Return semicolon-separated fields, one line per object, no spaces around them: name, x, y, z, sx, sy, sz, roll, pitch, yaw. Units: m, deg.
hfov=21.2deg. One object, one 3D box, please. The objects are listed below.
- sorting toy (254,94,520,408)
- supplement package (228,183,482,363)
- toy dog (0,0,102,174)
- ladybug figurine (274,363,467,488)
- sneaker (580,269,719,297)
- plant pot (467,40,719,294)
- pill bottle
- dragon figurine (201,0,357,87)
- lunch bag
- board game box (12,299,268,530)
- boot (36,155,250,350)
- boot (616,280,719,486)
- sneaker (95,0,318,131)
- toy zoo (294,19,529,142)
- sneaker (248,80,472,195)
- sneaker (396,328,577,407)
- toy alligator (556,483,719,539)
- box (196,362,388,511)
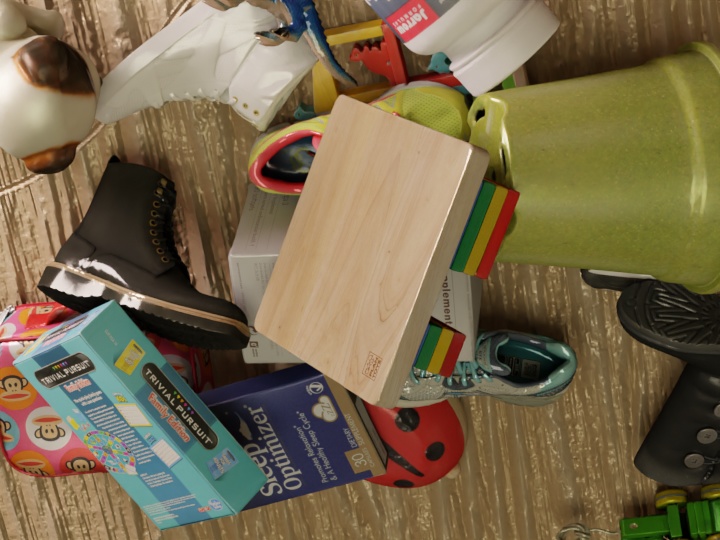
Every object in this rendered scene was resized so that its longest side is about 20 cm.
sorting toy;0.023;-0.013;1.469;0.070;0.199;0.200;17;96;-34
supplement package;0.000;0.000;1.633;0.200;0.117;0.117;-1;124;8
toy dog;-0.302;-0.154;1.553;0.200;0.194;0.140;13;110;22
ladybug figurine;0.010;0.129;1.727;0.200;0.072;0.136;34;115;-10
sneaker;0.287;0.013;1.634;0.200;0.074;0.080;2;118;7
plant pot;0.183;-0.076;1.504;0.184;0.200;0.201;-3;117;-14
pill bottle;0.058;-0.239;1.503;0.120;0.120;0.200;-39;99;22
dragon figurine;-0.060;-0.233;1.528;0.200;0.059;0.099;34;80;-11
lunch bag;-0.235;0.094;1.733;0.200;0.082;0.176;-3;117;6
board game box;-0.187;0.126;1.627;0.200;0.047;0.151;51;148;-11
boot;-0.163;-0.019;1.614;0.200;0.138;0.077;17;163;23
boot;0.274;0.103;1.649;0.165;0.066;0.200;12;139;-5
sneaker;-0.129;-0.152;1.598;0.200;0.074;0.116;-33;96;20
toy zoo;0.041;-0.150;1.615;0.200;0.020;0.131;-9;114;12
sneaker;-0.003;-0.098;1.577;0.200;0.090;0.078;-17;98;15
sneaker;0.092;0.074;1.660;0.200;0.086;0.078;0;77;-10
toy alligator;0.281;0.237;1.758;0.200;0.059;0.054;-10;155;12
box;-0.089;0.150;1.686;0.200;0.032;0.121;-16;121;17
